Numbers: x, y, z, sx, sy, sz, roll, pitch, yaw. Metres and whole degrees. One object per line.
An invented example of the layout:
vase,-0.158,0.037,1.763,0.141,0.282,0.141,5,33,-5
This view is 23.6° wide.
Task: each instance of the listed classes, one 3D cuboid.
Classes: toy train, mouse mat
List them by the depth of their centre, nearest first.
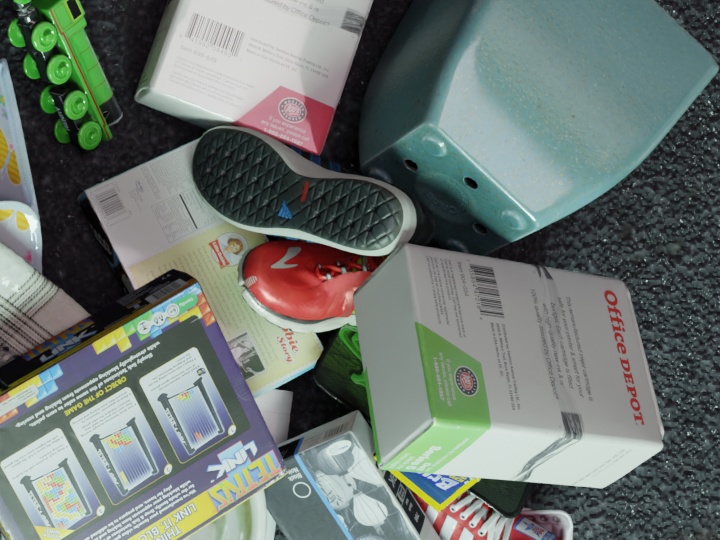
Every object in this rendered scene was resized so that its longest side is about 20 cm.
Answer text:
toy train,-0.228,-0.176,1.276,0.056,0.042,0.200,-46,133,-30
mouse mat,0.069,0.088,1.368,0.200,0.008,0.161,35,48,-6

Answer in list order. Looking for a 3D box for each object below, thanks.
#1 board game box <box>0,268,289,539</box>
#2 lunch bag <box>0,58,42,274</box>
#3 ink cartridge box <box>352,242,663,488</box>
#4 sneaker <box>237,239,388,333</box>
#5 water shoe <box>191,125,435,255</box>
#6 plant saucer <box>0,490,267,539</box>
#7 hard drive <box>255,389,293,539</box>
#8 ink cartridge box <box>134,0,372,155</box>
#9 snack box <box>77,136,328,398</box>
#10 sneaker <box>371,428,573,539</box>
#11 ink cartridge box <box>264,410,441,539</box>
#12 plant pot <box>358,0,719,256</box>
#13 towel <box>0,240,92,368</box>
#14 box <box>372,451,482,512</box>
board game box,-0.172,0.119,1.209,0.200,0.057,0.166,-30,112,-18
lunch bag,-0.319,-0.039,1.219,0.169,0.127,0.201,-7,82,-26
ink cartridge box,0.107,0.072,1.252,0.200,0.084,0.146,9,56,-28
sneaker,0.000,0.000,1.317,0.200,0.085,0.077,4,60,-33
water shoe,-0.038,-0.051,1.291,0.079,0.200,0.072,14,98,-61
plant saucer,-0.170,0.186,1.278,0.200,0.050,0.201,-2,94,-22
hard drive,-0.130,0.185,1.338,0.132,0.026,0.201,9,84,-17
ink cartridge box,-0.075,-0.203,1.344,0.145,0.085,0.200,21,83,-16
snack box,-0.121,0.007,1.329,0.116,0.037,0.200,-26,89,-21
sneaker,0.093,0.192,1.357,0.200,0.112,0.071,53,45,-13
ink cartridge box,0.005,0.211,1.333,0.099,0.039,0.200,-26,108,21
plant pot,0.112,-0.122,1.317,0.196,0.196,0.200,42,60,-12
towel,-0.289,0.068,1.180,0.193,0.035,0.200,-50,129,-8
box,0.091,0.089,1.332,0.070,0.064,0.200,40,46,-3
